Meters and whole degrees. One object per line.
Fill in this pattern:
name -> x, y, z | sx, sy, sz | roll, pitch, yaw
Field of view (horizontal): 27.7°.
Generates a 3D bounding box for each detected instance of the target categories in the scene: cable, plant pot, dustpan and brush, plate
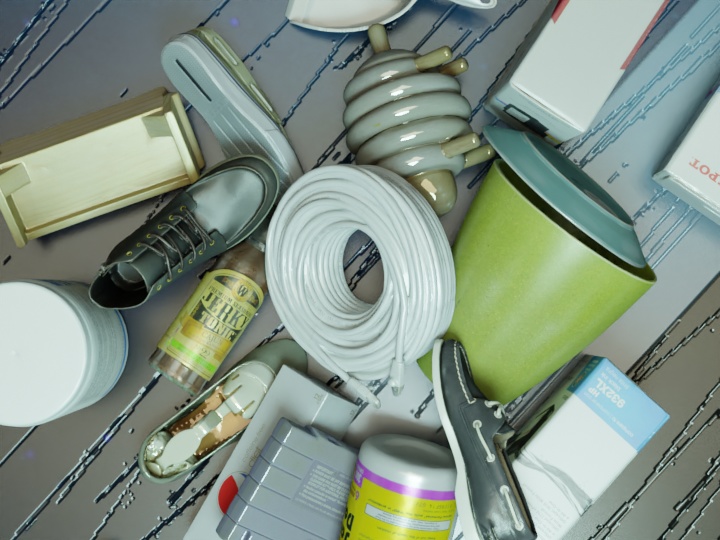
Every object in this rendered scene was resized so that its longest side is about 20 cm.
cable -> 0.000, 0.000, 1.358 | 0.200, 0.069, 0.201 | 35, 120, 29
plant pot -> 0.144, 0.030, 1.383 | 0.187, 0.187, 0.200 | 36, 105, 1
dustpan and brush -> 0.037, -0.286, 1.435 | 0.199, 0.057, 0.140 | 17, 89, 1
plate -> 0.196, -0.077, 1.361 | 0.200, 0.200, 0.026 | 40, 104, 1

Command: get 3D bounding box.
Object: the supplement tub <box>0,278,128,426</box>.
supplement tub -> -0.296, 0.073, 1.362 | 0.131, 0.200, 0.133 | 0, 88, 1

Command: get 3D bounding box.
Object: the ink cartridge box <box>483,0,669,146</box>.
ink cartridge box -> 0.197, -0.201, 1.363 | 0.083, 0.200, 0.146 | 33, 90, -2

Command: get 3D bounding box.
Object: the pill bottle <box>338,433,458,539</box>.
pill bottle -> 0.029, 0.261, 1.354 | 0.104, 0.104, 0.201 | 13, 100, 1

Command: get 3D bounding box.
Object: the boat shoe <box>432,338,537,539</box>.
boat shoe -> 0.109, 0.151, 1.293 | 0.060, 0.074, 0.201 | -18, 66, 17

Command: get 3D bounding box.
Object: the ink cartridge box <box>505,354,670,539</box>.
ink cartridge box -> 0.186, 0.180, 1.382 | 0.084, 0.145, 0.200 | 42, 90, 2

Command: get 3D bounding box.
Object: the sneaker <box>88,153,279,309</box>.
sneaker -> -0.161, -0.028, 1.365 | 0.200, 0.106, 0.075 | -36, 101, 16

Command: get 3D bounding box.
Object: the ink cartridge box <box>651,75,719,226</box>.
ink cartridge box -> 0.399, -0.132, 1.416 | 0.144, 0.085, 0.200 | 34, 88, 2

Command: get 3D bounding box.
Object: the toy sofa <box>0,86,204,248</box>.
toy sofa -> -0.259, -0.103, 1.434 | 0.199, 0.098, 0.083 | -20, 113, 0

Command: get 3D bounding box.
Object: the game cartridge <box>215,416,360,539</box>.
game cartridge -> -0.028, 0.230, 1.391 | 0.200, 0.038, 0.130 | 32, 84, -34

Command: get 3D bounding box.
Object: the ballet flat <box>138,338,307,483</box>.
ballet flat -> -0.133, 0.142, 1.427 | 0.200, 0.064, 0.067 | -38, 89, 0

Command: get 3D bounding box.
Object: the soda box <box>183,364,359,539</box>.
soda box -> -0.087, 0.197, 1.414 | 0.064, 0.068, 0.201 | 29, 89, 33

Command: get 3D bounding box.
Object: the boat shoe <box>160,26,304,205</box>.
boat shoe -> -0.112, -0.156, 1.433 | 0.200, 0.072, 0.062 | 54, 46, -9

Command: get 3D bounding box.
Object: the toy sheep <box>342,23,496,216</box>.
toy sheep -> 0.047, -0.145, 1.401 | 0.137, 0.138, 0.201 | -15, 74, 0

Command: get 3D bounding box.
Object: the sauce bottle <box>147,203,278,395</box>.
sauce bottle -> -0.130, 0.024, 1.428 | 0.065, 0.065, 0.201 | 32, 85, 1
